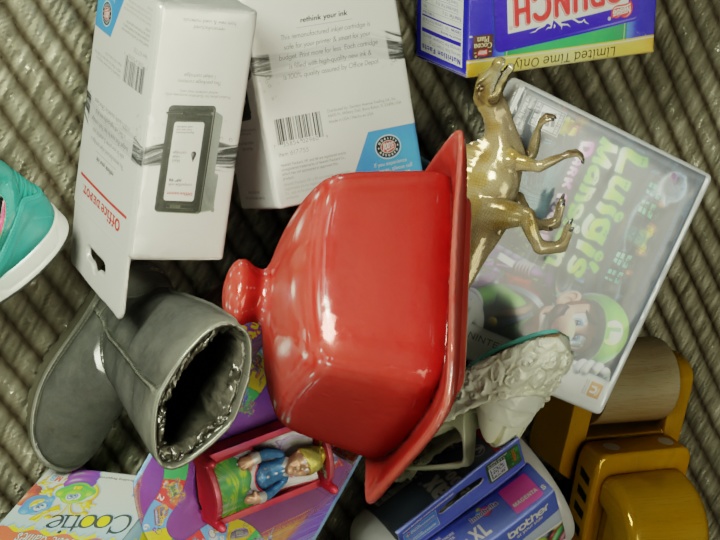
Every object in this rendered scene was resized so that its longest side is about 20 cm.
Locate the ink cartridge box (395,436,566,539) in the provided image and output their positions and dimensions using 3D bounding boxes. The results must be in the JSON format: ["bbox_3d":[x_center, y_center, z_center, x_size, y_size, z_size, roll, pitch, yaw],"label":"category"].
[{"bbox_3d":[0.099,0.223,1.195,0.119,0.042,0.201,-34,136,-14],"label":"ink cartridge box"}]

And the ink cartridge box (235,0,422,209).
[{"bbox_3d":[-0.036,-0.151,1.088,0.115,0.068,0.203,-13,98,-25],"label":"ink cartridge box"}]

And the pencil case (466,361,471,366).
[{"bbox_3d":[0.118,0.020,1.252,0.082,0.086,0.202,13,100,-25],"label":"pencil case"}]

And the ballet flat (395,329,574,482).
[{"bbox_3d":[0.084,0.107,1.179,0.071,0.073,0.199,25,141,-35],"label":"ballet flat"}]

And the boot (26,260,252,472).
[{"bbox_3d":[-0.147,0.085,1.058,0.072,0.200,0.184,16,102,-33],"label":"boot"}]

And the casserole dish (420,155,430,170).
[{"bbox_3d":[0.000,0.000,1.179,0.120,0.039,0.203,8,88,-36],"label":"casserole dish"}]

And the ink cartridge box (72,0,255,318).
[{"bbox_3d":[-0.131,-0.082,1.041,0.067,0.116,0.203,1,110,-28],"label":"ink cartridge box"}]

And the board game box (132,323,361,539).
[{"bbox_3d":[-0.060,0.131,1.107,0.157,0.039,0.202,34,82,-34],"label":"board game box"}]

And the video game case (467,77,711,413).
[{"bbox_3d":[0.145,-0.014,1.192,0.180,0.023,0.202,22,96,-22],"label":"video game case"}]

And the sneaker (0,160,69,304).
[{"bbox_3d":[-0.288,-0.004,1.011,0.200,0.083,0.121,-45,130,-15],"label":"sneaker"}]

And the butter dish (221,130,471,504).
[{"bbox_3d":[-0.017,0.025,1.037,0.146,0.200,0.202,10,64,-10],"label":"butter dish"}]

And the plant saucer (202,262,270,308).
[{"bbox_3d":[-0.059,0.093,1.213,0.198,0.037,0.203,-12,116,-25],"label":"plant saucer"}]

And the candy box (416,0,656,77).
[{"bbox_3d":[0.129,-0.250,1.153,0.167,0.077,0.203,-12,116,-26],"label":"candy box"}]

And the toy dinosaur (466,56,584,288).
[{"bbox_3d":[0.098,-0.045,1.138,0.100,0.058,0.203,11,94,-5],"label":"toy dinosaur"}]

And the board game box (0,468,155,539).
[{"bbox_3d":[-0.181,0.255,1.146,0.103,0.104,0.202,-52,139,-53],"label":"board game box"}]

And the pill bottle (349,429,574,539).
[{"bbox_3d":[0.060,0.221,1.280,0.199,0.119,0.120,-35,123,-12],"label":"pill bottle"}]

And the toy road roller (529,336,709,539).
[{"bbox_3d":[0.224,0.167,1.335,0.121,0.146,0.203,-2,111,-29],"label":"toy road roller"}]
